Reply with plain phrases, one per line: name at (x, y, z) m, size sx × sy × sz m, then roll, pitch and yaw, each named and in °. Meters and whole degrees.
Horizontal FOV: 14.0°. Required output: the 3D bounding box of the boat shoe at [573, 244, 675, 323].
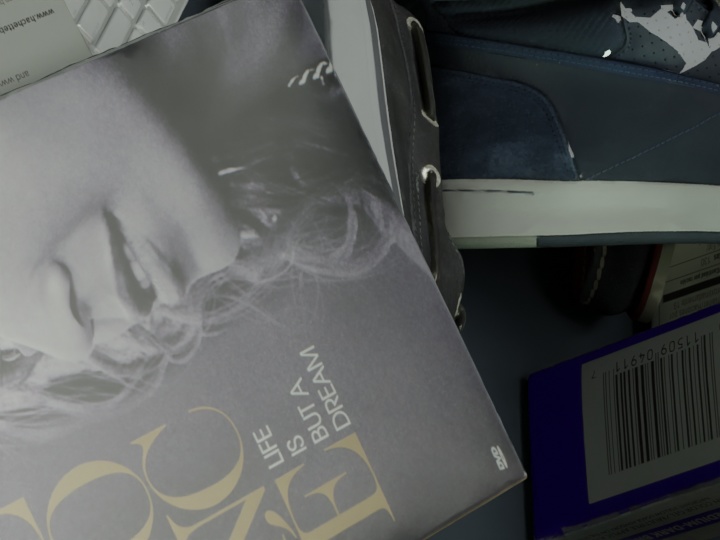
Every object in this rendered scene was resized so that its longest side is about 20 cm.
boat shoe at (0.073, -0.082, 0.964) m, size 0.062 × 0.071 × 0.201 m, roll 0°, pitch 84°, yaw -11°

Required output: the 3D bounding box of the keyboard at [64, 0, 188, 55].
keyboard at (-0.053, -0.135, 0.885) m, size 0.056 × 0.011 × 0.200 m, roll 45°, pitch 44°, yaw -25°

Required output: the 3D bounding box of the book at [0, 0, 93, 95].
book at (-0.094, 0.025, 0.735) m, size 0.133 × 0.048 × 0.201 m, roll -26°, pitch 92°, yaw -48°

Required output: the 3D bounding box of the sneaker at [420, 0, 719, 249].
sneaker at (0.114, -0.078, 0.893) m, size 0.077 × 0.201 × 0.147 m, roll 88°, pitch 2°, yaw -88°

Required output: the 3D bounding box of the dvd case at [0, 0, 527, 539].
dvd case at (-0.060, 0.026, 0.720) m, size 0.200 × 0.016 × 0.149 m, roll -27°, pitch 93°, yaw -37°

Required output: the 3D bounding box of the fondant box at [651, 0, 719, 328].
fondant box at (0.168, -0.032, 1.037) m, size 0.144 × 0.058 × 0.201 m, roll 23°, pitch 60°, yaw -39°

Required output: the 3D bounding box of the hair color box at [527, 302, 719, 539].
hair color box at (0.159, 0.073, 0.951) m, size 0.200 × 0.109 × 0.065 m, roll 22°, pitch 57°, yaw -41°

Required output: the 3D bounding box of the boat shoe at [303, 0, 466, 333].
boat shoe at (0.000, 0.000, 0.843) m, size 0.066 × 0.070 × 0.201 m, roll 20°, pitch 51°, yaw -41°
